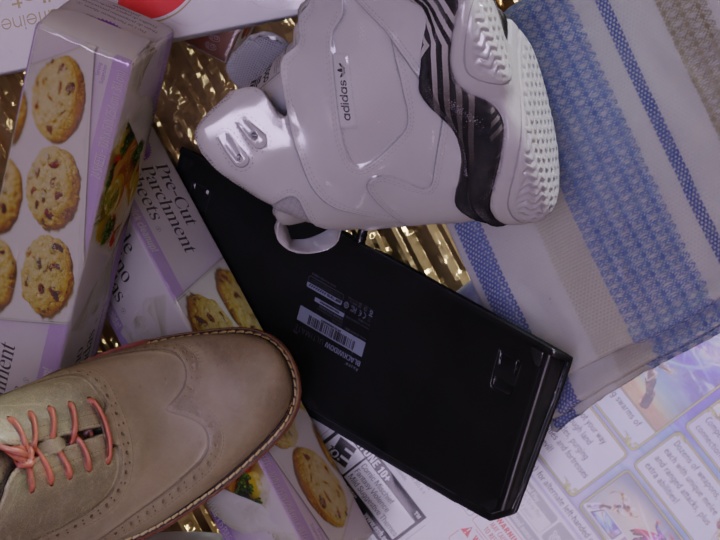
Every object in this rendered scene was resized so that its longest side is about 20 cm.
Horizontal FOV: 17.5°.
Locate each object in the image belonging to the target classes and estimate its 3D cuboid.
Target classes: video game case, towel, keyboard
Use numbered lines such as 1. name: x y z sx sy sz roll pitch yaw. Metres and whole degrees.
1. video game case: 0.098 0.087 0.931 0.181 0.045 0.200 -38 88 15
2. towel: 0.111 -0.047 0.847 0.200 0.024 0.147 -33 77 33
3. keyboard: 0.000 0.000 0.909 0.200 0.021 0.128 29 113 32

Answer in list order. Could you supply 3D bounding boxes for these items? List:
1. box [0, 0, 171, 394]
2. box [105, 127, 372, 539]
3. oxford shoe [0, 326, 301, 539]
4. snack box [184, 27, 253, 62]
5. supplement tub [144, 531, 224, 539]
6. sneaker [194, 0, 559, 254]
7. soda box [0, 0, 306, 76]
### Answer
1. box: -0.116 -0.007 0.893 0.041 0.039 0.201 24 121 10
2. box: -0.064 0.032 0.928 0.039 0.041 0.201 -41 70 37
3. oxford shoe: -0.111 0.072 0.848 0.199 0.075 0.071 -24 84 -12
4. snack box: -0.041 -0.188 0.929 0.072 0.024 0.201 27 103 8
5. supplement tub: -0.062 0.220 0.934 0.145 0.145 0.201 14 101 9
6. sneaker: -0.011 -0.094 0.816 0.114 0.075 0.201 -15 116 16
7. soda box: -0.106 -0.117 0.910 0.199 0.064 0.068 -9 98 15
